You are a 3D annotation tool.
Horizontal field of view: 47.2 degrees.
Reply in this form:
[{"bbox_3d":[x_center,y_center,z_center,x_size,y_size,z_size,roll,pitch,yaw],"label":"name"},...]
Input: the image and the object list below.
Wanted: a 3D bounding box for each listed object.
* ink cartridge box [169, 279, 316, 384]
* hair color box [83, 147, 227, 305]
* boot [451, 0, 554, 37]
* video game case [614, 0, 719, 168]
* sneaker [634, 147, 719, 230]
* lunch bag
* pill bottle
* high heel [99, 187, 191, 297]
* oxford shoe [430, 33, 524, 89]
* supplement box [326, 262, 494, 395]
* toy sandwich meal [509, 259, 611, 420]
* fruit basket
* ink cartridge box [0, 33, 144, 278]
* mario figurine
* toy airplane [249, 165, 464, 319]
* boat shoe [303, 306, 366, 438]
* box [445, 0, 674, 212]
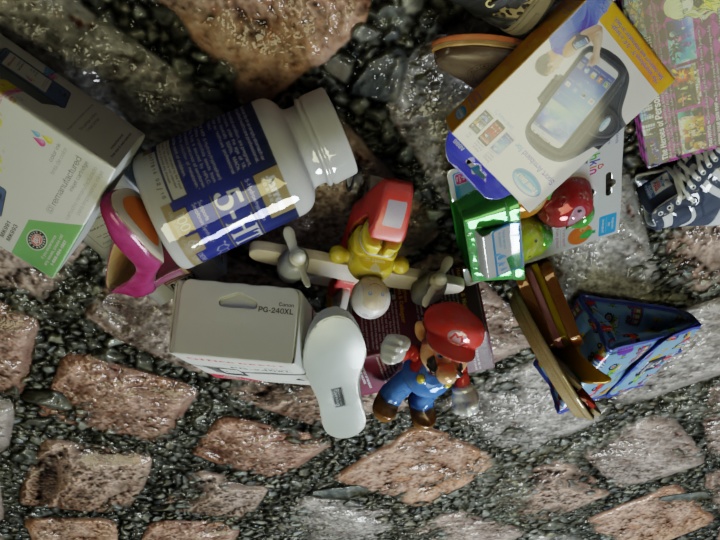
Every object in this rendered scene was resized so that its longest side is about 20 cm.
[{"bbox_3d":[-0.126,0.078,0.967,0.141,0.085,0.200,4,166,6],"label":"ink cartridge box"},{"bbox_3d":[-0.240,-0.055,0.895,0.097,0.062,0.200,-23,135,18],"label":"hair color box"},{"bbox_3d":[0.114,-0.291,0.666,0.147,0.075,0.201,9,143,-20],"label":"boot"},{"bbox_3d":[0.337,-0.214,0.764,0.177,0.036,0.203,-16,120,11],"label":"video game case"},{"bbox_3d":[0.366,-0.116,0.895,0.106,0.071,0.202,-7,142,-2],"label":"sneaker"},{"bbox_3d":[0.369,0.113,1.158,0.196,0.095,0.152,-2,139,-24],"label":"lunch bag"},{"bbox_3d":[-0.109,-0.096,0.805,0.197,0.121,0.121,-25,138,-2],"label":"pill bottle"},{"bbox_3d":[-0.237,-0.020,0.805,0.094,0.069,0.200,-18,169,0],"label":"high heel"},{"bbox_3d":[0.152,-0.168,0.789,0.196,0.075,0.071,15,173,-23],"label":"oxford shoe"},{"bbox_3d":[0.062,0.076,1.042,0.195,0.112,0.086,-13,139,8],"label":"supplement box"},{"bbox_3d":[0.250,0.084,1.016,0.069,0.207,0.205,-31,134,11],"label":"toy sandwich meal"},{"bbox_3d":[0.200,-0.067,0.914,0.195,0.095,0.187,-13,138,3],"label":"fruit basket"},{"bbox_3d":[-0.322,-0.114,0.747,0.198,0.088,0.146,35,118,-13],"label":"ink cartridge box"},{"bbox_3d":[0.078,0.122,0.929,0.122,0.107,0.202,-20,150,-34],"label":"mario figurine"},{"bbox_3d":[0.000,0.000,0.925,0.196,0.143,0.200,-21,138,15],"label":"toy airplane"},{"bbox_3d":[-0.030,0.107,0.941,0.069,0.064,0.203,-6,133,-4],"label":"boat shoe"},{"bbox_3d":[0.172,-0.148,0.754,0.118,0.042,0.200,38,108,-23],"label":"box"}]
